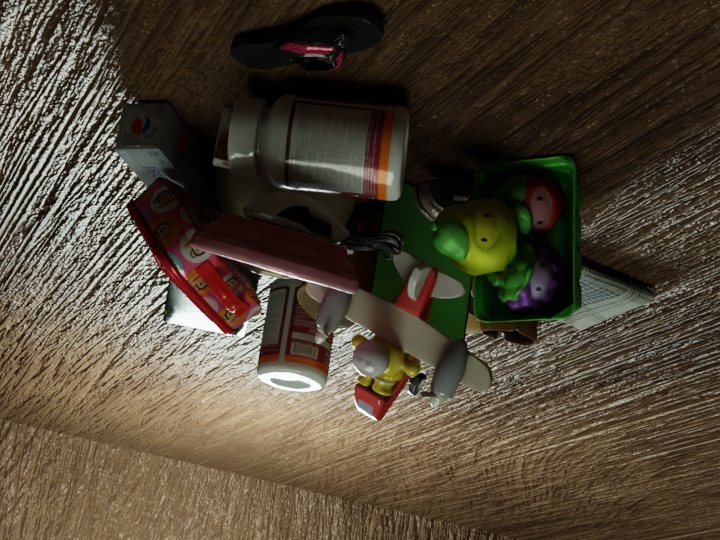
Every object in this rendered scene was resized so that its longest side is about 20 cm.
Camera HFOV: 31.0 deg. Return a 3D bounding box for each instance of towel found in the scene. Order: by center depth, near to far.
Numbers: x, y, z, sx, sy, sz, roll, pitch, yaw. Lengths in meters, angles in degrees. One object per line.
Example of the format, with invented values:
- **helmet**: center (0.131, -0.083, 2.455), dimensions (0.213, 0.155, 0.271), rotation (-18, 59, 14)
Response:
- **towel**: center (0.309, 0.036, 1.963), dimensions (0.192, 0.035, 0.200), rotation (20, 157, -28)

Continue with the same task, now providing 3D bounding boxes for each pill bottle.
- **pill bottle**: center (-0.047, -0.145, 1.508), dimensions (0.198, 0.110, 0.110), rotation (6, 159, 5)
- **pill bottle**: center (-0.091, 0.074, 1.977), dimensions (0.109, 0.201, 0.110), rotation (7, 159, 3)

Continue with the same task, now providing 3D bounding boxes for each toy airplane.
- **toy airplane**: center (0.042, 0.078, 1.554), dimensions (0.199, 0.200, 0.141), rotation (-18, -172, 35)

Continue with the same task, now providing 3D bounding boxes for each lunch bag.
- **lunch bag**: center (-0.201, -0.009, 1.644), dimensions (0.082, 0.176, 0.200), rotation (-38, 140, -2)

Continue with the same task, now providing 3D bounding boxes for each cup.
- **cup**: center (-0.103, -0.074, 1.687), dimensions (0.199, 0.144, 0.200), rotation (8, 159, 3)

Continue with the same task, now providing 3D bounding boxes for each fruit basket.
- **fruit basket**: center (0.185, -0.039, 1.585), dimensions (0.155, 0.217, 0.215), rotation (-4, 156, 28)

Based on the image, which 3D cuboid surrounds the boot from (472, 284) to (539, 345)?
- **boot**: center (0.167, 0.014, 1.790), dimensions (0.199, 0.156, 0.077), rotation (18, 156, -24)

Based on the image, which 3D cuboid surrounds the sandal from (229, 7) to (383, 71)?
- **sandal**: center (-0.057, -0.235, 1.394), dimensions (0.199, 0.045, 0.075), rotation (-8, 154, 36)

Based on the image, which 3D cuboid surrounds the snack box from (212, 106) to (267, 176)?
- **snack box**: center (-0.078, -0.145, 1.593), dimensions (0.198, 0.072, 0.024), rotation (11, 158, -7)

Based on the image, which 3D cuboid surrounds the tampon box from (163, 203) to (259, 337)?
- **tampon box**: center (-0.209, -0.011, 1.876), dimensions (0.125, 0.151, 0.200), rotation (10, 158, -7)

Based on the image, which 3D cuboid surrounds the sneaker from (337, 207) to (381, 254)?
- **sneaker**: center (-0.046, -0.054, 1.826), dimensions (0.199, 0.072, 0.080), rotation (-13, 151, 26)

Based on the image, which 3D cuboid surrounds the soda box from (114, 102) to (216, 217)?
- **soda box**: center (-0.245, -0.140, 1.676), dimensions (0.063, 0.069, 0.200), rotation (0, 158, 15)

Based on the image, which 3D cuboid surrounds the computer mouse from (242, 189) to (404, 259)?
- **computer mouse**: center (-0.049, -0.059, 1.499), dimensions (0.109, 0.044, 0.199), rotation (16, 179, 45)

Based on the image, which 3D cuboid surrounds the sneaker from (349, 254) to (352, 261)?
- **sneaker**: center (-0.010, 0.025, 1.948), dimensions (0.074, 0.107, 0.200), rotation (-6, 159, 33)

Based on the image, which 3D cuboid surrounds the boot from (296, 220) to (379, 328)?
- **boot**: center (0.000, 0.000, 1.705), dimensions (0.199, 0.156, 0.074), rotation (22, 145, -35)

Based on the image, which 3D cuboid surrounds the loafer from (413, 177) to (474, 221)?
- **loafer**: center (0.153, -0.083, 1.689), dimensions (0.063, 0.072, 0.199), rotation (-28, 148, 36)

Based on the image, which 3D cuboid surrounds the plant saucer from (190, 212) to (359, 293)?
- **plant saucer**: center (-0.094, -0.023, 1.492), dimensions (0.199, 0.051, 0.201), rotation (16, 178, 1)

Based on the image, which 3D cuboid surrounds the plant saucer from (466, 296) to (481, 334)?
- **plant saucer**: center (0.112, 0.035, 1.869), dimensions (0.200, 0.036, 0.200), rotation (34, -171, -6)

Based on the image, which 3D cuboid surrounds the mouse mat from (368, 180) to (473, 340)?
- **mouse mat**: center (0.085, -0.010, 1.700), dimensions (0.160, 0.201, 0.008), rotation (21, 155, -29)
